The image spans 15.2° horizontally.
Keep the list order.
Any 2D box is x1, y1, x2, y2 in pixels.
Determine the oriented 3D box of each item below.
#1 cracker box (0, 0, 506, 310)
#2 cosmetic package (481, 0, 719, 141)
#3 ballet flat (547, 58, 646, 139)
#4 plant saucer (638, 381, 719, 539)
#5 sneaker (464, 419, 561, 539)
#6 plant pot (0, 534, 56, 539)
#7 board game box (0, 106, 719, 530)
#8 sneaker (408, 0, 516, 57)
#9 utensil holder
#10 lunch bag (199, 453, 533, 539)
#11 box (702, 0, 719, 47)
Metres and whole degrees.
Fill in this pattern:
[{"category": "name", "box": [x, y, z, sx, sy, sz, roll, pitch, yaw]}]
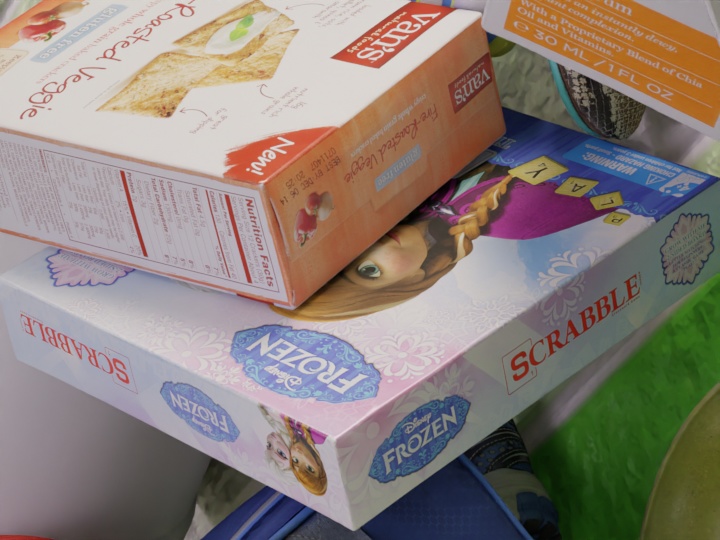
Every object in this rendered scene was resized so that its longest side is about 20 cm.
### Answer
[{"category": "cracker box", "box": [-0.063, -0.060, 1.040, 0.200, 0.134, 0.058, 14, 130, 37]}, {"category": "cosmetic package", "box": [0.110, -0.134, 0.885, 0.071, 0.101, 0.200, -61, -8, -26]}, {"category": "ballet flat", "box": [0.092, -0.152, 1.035, 0.075, 0.068, 0.200, -27, 63, 31]}, {"category": "plant saucer", "box": [0.167, 0.126, 0.932, 0.200, 0.031, 0.200, -3, 87, 58]}, {"category": "sneaker", "box": [0.009, 0.113, 1.150, 0.200, 0.077, 0.085, -35, 55, 40]}, {"category": "plant pot", "box": [-0.158, 0.227, 1.186, 0.183, 0.200, 0.201, -72, 9, -54]}, {"category": "board game box", "box": [0.000, 0.000, 1.014, 0.200, 0.199, 0.041, 21, 134, 44]}, {"category": "sneaker", "box": [-0.002, -0.110, 1.095, 0.200, 0.105, 0.076, -163, 54, -76]}, {"category": "utensil holder", "box": [-0.130, 0.019, 1.271, 0.170, 0.170, 0.200, 52, 130, 44]}, {"category": "lunch bag", "box": [0.019, 0.165, 0.983, 0.200, 0.136, 0.132, 50, 161, -4]}, {"category": "box", "box": [0.138, -0.064, 0.855, 0.041, 0.200, 0.039, -22, 57, 9]}]
